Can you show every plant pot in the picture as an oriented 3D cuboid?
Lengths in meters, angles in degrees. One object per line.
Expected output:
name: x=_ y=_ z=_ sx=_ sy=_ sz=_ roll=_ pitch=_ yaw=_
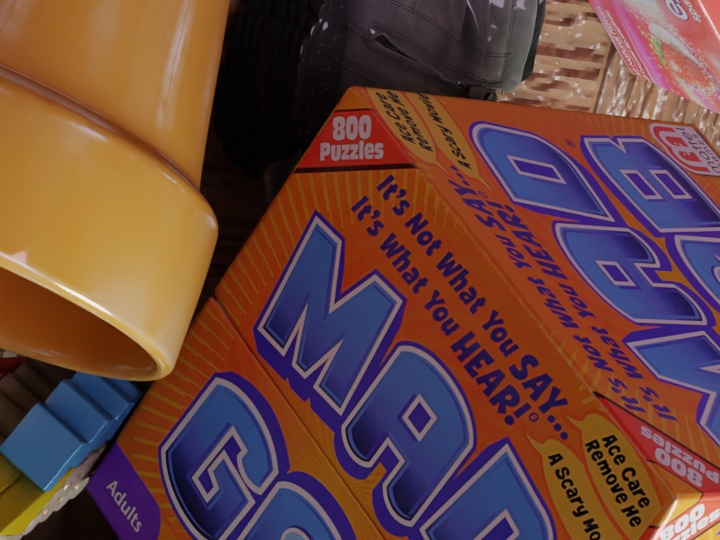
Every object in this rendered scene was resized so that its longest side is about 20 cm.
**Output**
plant pot: x=-0.126 y=-0.085 z=1.004 sx=0.200 sy=0.200 sz=0.184 roll=30 pitch=75 yaw=-40

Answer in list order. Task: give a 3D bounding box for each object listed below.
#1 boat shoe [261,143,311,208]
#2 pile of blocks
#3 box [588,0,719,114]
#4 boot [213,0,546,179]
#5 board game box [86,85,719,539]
boat shoe: x=0.000 y=0.000 z=1.181 sx=0.070 sy=0.072 sz=0.200 roll=-11 pitch=147 yaw=3
pile of blocks: x=-0.111 y=0.040 z=1.100 sx=0.200 sy=0.062 sz=0.082 roll=-41 pitch=168 yaw=-49
box: x=0.131 y=-0.164 z=1.201 sx=0.095 sy=0.102 sz=0.200 roll=-44 pitch=129 yaw=-12
boot: x=0.022 y=-0.125 z=1.169 sx=0.130 sy=0.068 sz=0.201 roll=-2 pitch=117 yaw=-40
board game box: x=0.064 y=0.079 z=1.070 sx=0.199 sy=0.200 sz=0.200 roll=3 pitch=131 yaw=-47
